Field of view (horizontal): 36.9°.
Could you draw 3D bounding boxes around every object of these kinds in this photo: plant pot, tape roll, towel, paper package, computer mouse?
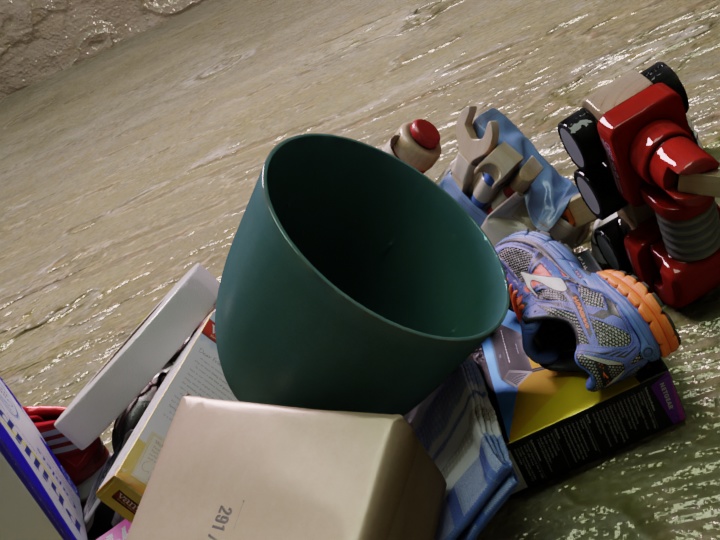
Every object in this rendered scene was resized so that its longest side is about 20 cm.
[{"bbox_3d":[-0.016,0.029,0.789,0.162,0.198,0.202,-56,11,32],"label":"plant pot"},{"bbox_3d":[-0.205,0.078,1.005,0.203,0.037,0.203,-47,9,9],"label":"tape roll"},{"bbox_3d":[0.047,0.140,0.792,0.148,0.024,0.201,-56,20,18],"label":"towel"},{"bbox_3d":[-0.057,0.194,0.695,0.188,0.104,0.202,0,56,32],"label":"paper package"},{"bbox_3d":[-0.201,0.180,0.960,0.200,0.043,0.111,-51,20,44],"label":"computer mouse"}]

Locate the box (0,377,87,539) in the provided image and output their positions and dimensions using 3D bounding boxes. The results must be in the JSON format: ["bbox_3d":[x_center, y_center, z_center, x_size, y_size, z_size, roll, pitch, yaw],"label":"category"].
[{"bbox_3d":[-0.320,0.179,0.908,0.104,0.186,0.200,-33,18,-10],"label":"box"}]

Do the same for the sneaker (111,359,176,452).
[{"bbox_3d":[-0.141,0.122,1.038,0.200,0.076,0.115,-43,32,-27],"label":"sneaker"}]

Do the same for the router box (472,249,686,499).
[{"bbox_3d":[0.146,0.074,0.844,0.147,0.052,0.201,-25,26,6],"label":"router box"}]

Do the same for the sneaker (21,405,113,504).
[{"bbox_3d":[-0.348,0.202,1.057,0.198,0.117,0.078,-33,25,-10],"label":"sneaker"}]

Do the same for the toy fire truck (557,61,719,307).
[{"bbox_3d":[0.263,-0.047,0.815,0.127,0.177,0.201,-29,36,-1],"label":"toy fire truck"}]

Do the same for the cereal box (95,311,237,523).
[{"bbox_3d":[-0.111,0.145,0.883,0.039,0.143,0.201,-41,14,36],"label":"cereal box"}]

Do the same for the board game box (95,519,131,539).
[{"bbox_3d":[-0.217,0.285,0.861,0.199,0.041,0.153,-34,26,-9],"label":"board game box"}]

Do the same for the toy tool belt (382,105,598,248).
[{"bbox_3d":[0.126,-0.090,0.965,0.123,0.200,0.125,-52,-9,37],"label":"toy tool belt"}]

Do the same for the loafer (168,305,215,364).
[{"bbox_3d":[-0.164,0.077,1.137,0.200,0.074,0.071,-43,28,-26],"label":"loafer"}]

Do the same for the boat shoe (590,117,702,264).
[{"bbox_3d":[0.261,-0.087,0.997,0.071,0.066,0.200,1,39,46],"label":"boat shoe"}]

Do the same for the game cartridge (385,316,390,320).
[{"bbox_3d":[0.000,0.000,0.930,0.133,0.041,0.200,-46,59,0],"label":"game cartridge"}]

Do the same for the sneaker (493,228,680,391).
[{"bbox_3d":[0.140,0.028,0.794,0.078,0.076,0.199,-36,26,-14],"label":"sneaker"}]
